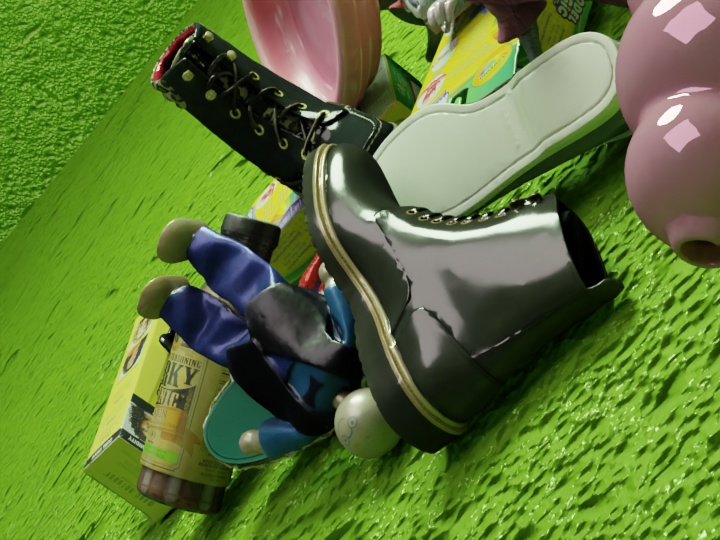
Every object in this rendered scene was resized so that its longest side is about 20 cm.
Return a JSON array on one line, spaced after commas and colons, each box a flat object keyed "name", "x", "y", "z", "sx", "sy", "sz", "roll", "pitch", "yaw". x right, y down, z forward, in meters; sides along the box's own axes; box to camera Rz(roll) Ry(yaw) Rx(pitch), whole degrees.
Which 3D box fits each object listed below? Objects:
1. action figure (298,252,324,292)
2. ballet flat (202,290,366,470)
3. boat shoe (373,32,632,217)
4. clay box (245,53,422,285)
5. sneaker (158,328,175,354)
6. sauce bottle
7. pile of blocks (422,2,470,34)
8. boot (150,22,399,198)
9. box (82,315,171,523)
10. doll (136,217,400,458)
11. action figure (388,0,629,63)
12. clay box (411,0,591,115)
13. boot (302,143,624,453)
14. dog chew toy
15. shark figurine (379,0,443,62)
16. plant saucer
[{"name": "action figure", "x": 0.000, "y": 0.000, "z": 0.932, "sx": 0.200, "sy": 0.065, "sz": 0.052, "roll": -49, "pitch": 45, "yaw": 10}, {"name": "ballet flat", "x": -0.015, "y": 0.053, "z": 0.892, "sx": 0.200, "sy": 0.076, "sz": 0.064, "roll": -43, "pitch": -11, "yaw": 18}, {"name": "boat shoe", "x": 0.085, "y": -0.071, "z": 0.821, "sx": 0.200, "sy": 0.062, "sz": 0.073, "roll": -28, "pitch": 66, "yaw": 39}, {"name": "clay box", "x": -0.025, "y": -0.072, "z": 1.152, "sx": 0.200, "sy": 0.048, "sz": 0.115, "roll": -48, "pitch": 20, "yaw": 19}, {"name": "sneaker", "x": -0.094, "y": 0.048, "z": 1.043, "sx": 0.200, "sy": 0.083, "sz": 0.072, "roll": -26, "pitch": 32, "yaw": 55}, {"name": "sauce bottle", "x": -0.099, "y": 0.062, "z": 0.968, "sx": 0.065, "sy": 0.064, "sz": 0.201, "roll": 2, "pitch": 77, "yaw": 69}, {"name": "pile of blocks", "x": 0.092, "y": -0.232, "z": 0.935, "sx": 0.200, "sy": 0.062, "sz": 0.082, "roll": -22, "pitch": 34, "yaw": 50}, {"name": "boot", "x": -0.064, "y": -0.112, "z": 1.016, "sx": 0.074, "sy": 0.153, "sz": 0.203, "roll": -58, "pitch": 21, "yaw": -7}, {"name": "box", "x": -0.156, "y": 0.101, "z": 1.121, "sx": 0.050, "sy": 0.075, "sz": 0.200, "roll": -42, "pitch": 19, "yaw": 25}, {"name": "doll", "x": -0.050, "y": 0.050, "z": 0.842, "sx": 0.200, "sy": 0.048, "sz": 0.137, "roll": 33, "pitch": 110, "yaw": 33}, {"name": "action figure", "x": 0.102, "y": -0.186, "z": 0.812, "sx": 0.199, "sy": 0.134, "sz": 0.150, "roll": -1, "pitch": 78, "yaw": 18}, {"name": "clay box", "x": 0.103, "y": -0.162, "z": 0.973, "sx": 0.115, "sy": 0.048, "sz": 0.201, "roll": -32, "pitch": 29, "yaw": 46}, {"name": "boot", "x": 0.053, "y": -0.020, "z": 0.763, "sx": 0.138, "sy": 0.077, "sz": 0.201, "roll": -40, "pitch": 54, "yaw": 24}, {"name": "dog chew toy", "x": 0.165, "y": -0.092, "z": 0.608, "sx": 0.124, "sy": 0.124, "sz": 0.201, "roll": -25, "pitch": 41, "yaw": 56}, {"name": "shark figurine", "x": 0.010, "y": -0.246, "z": 1.137, "sx": 0.089, "sy": 0.214, "sz": 0.129, "roll": -7, "pitch": 53, "yaw": 38}, {"name": "plant saucer", "x": -0.038, "y": -0.211, "z": 1.121, "sx": 0.051, "sy": 0.202, "sz": 0.200, "roll": -18, "pitch": 7, "yaw": -20}]
